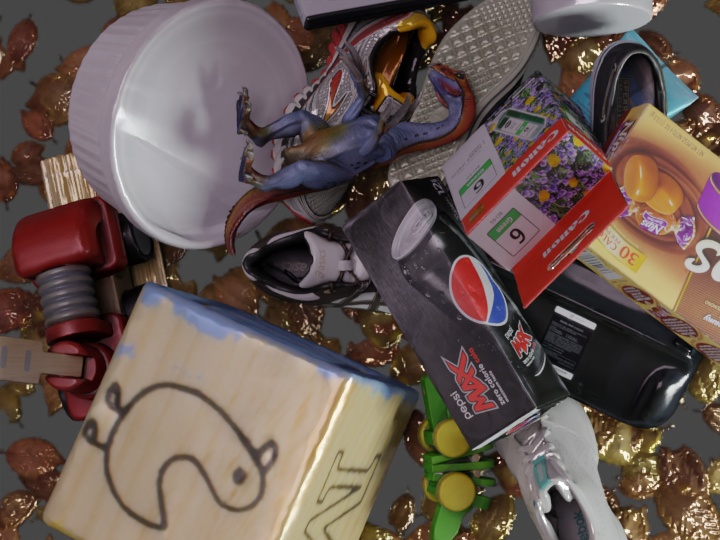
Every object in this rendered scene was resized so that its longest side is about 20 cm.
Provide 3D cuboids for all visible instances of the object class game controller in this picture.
[{"bbox_3d":[0.163,0.043,1.501,0.200,0.042,0.105,26,111,7],"label":"game controller"}]

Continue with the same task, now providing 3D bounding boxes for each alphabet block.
[{"bbox_3d":[-0.095,0.143,1.511,0.195,0.196,0.201,23,90,21],"label":"alphabet block"}]

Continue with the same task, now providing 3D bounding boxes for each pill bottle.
[{"bbox_3d":[0.175,-0.292,1.526,0.115,0.116,0.201,-5,82,17],"label":"pill bottle"}]

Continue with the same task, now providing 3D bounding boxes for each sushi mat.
[{"bbox_3d":[-0.215,-0.014,1.664,0.095,0.012,0.201,-15,79,13],"label":"sushi mat"}]

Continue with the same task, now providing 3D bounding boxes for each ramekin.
[{"bbox_3d":[-0.145,-0.123,1.567,0.094,0.202,0.203,17,88,46],"label":"ramekin"}]

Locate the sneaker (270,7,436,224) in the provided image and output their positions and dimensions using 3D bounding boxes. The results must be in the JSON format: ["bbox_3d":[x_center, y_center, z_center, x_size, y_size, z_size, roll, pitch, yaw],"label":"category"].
[{"bbox_3d":[-0.005,-0.131,1.567,0.082,0.078,0.201,26,92,49],"label":"sneaker"}]

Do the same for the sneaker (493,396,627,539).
[{"bbox_3d":[0.146,0.153,1.487,0.075,0.088,0.200,-31,68,13],"label":"sneaker"}]

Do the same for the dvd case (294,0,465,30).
[{"bbox_3d":[-0.006,-0.289,1.578,0.142,0.018,0.201,-12,62,-14],"label":"dvd case"}]

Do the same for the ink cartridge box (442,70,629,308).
[{"bbox_3d":[0.124,-0.063,1.419,0.050,0.200,0.109,39,106,-20],"label":"ink cartridge box"}]

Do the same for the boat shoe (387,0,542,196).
[{"bbox_3d":[0.086,-0.134,1.563,0.074,0.062,0.200,25,81,23],"label":"boat shoe"}]

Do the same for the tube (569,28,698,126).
[{"bbox_3d":[0.168,-0.096,1.541,0.200,0.050,0.077,-43,83,3],"label":"tube"}]

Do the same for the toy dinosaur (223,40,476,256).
[{"bbox_3d":[-0.006,-0.106,1.524,0.181,0.200,0.105,2,53,-14],"label":"toy dinosaur"}]

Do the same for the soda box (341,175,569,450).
[{"bbox_3d":[0.071,0.030,1.466,0.071,0.063,0.200,-37,78,28],"label":"soda box"}]

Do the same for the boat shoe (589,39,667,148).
[{"bbox_3d":[0.206,-0.076,1.495,0.068,0.057,0.201,-4,95,-6],"label":"boat shoe"}]

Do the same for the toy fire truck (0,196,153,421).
[{"bbox_3d":[-0.249,0.032,1.556,0.128,0.200,0.177,-16,79,13],"label":"toy fire truck"}]

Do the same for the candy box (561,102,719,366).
[{"bbox_3d":[0.250,-0.017,1.442,0.200,0.056,0.117,37,80,-8],"label":"candy box"}]

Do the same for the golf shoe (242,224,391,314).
[{"bbox_3d":[0.000,0.000,1.550,0.199,0.094,0.078,-4,88,17],"label":"golf shoe"}]

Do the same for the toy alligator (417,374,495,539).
[{"bbox_3d":[0.077,0.121,1.526,0.054,0.059,0.201,-4,90,-13],"label":"toy alligator"}]
